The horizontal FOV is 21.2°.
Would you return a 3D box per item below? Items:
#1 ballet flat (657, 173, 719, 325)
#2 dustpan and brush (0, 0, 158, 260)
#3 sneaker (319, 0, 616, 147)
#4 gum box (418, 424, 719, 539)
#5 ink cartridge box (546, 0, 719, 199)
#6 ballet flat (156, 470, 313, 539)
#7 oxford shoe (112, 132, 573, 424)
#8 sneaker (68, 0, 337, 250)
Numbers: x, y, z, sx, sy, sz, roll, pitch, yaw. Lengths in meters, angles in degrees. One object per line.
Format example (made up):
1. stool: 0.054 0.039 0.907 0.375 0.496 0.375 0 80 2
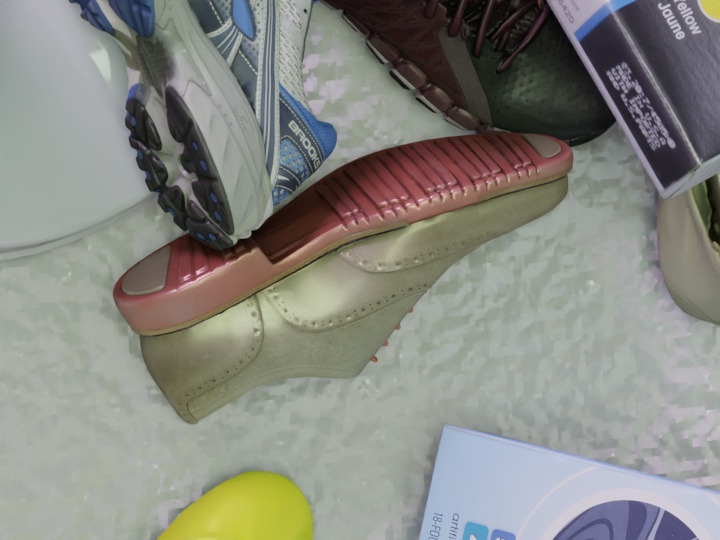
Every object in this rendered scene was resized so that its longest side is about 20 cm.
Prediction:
1. ballet flat: 0.156 -0.077 0.827 0.069 0.069 0.202 -8 91 -10
2. dustpan and brush: -0.183 -0.041 0.780 0.200 0.057 0.140 -40 107 -14
3. sneaker: 0.033 -0.116 0.779 0.199 0.115 0.076 30 85 -8
4. gum box: 0.107 0.167 0.768 0.198 0.044 0.172 11 87 34
5. ink cartridge box: 0.153 -0.158 0.792 0.199 0.047 0.199 -28 83 -24
6. ballet flat: -0.088 0.166 0.783 0.067 0.067 0.200 45 83 -6
7. oxford shoe: 0.000 0.000 0.805 0.198 0.071 0.074 -21 112 -2
8. sneaker: -0.065 -0.116 0.761 0.085 0.077 0.202 -30 114 -32
